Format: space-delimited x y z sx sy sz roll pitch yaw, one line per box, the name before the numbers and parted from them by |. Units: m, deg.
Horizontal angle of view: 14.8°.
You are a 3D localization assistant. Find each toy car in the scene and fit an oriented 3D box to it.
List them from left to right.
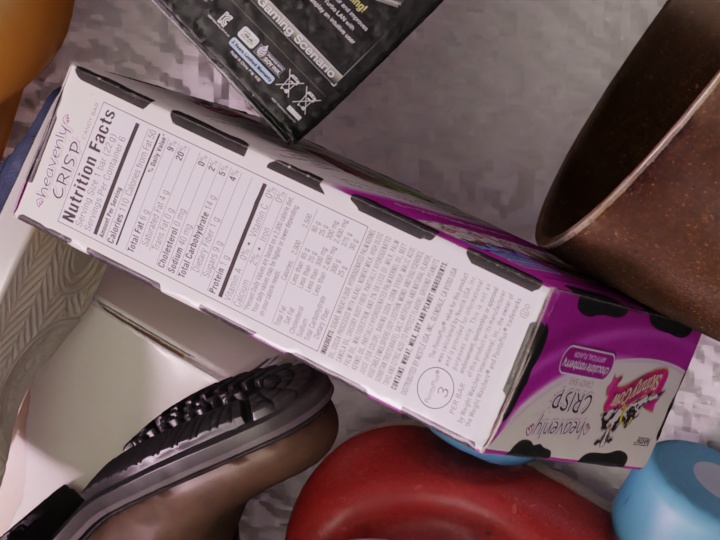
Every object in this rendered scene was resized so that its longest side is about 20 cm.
toy car | 0.029 0.146 0.996 0.177 0.200 0.185 33 115 10

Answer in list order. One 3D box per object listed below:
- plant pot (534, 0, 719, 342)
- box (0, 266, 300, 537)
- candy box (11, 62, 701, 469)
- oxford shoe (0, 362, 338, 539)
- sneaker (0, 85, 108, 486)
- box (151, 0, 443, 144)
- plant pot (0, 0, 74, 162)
plant pot | 0.192 -0.026 0.907 0.200 0.187 0.187 35 116 -6
box | -0.097 0.094 1.094 0.078 0.095 0.201 30 113 12
candy box | 0.000 0.000 0.949 0.200 0.136 0.061 27 97 28
oxford shoe | -0.065 0.099 0.996 0.085 0.073 0.200 50 128 -2
sneaker | -0.155 0.016 0.997 0.084 0.075 0.201 22 82 22
box | -0.035 -0.171 0.948 0.164 0.086 0.200 -45 95 3
plant pot | -0.209 -0.072 1.049 0.199 0.200 0.184 21 128 16
